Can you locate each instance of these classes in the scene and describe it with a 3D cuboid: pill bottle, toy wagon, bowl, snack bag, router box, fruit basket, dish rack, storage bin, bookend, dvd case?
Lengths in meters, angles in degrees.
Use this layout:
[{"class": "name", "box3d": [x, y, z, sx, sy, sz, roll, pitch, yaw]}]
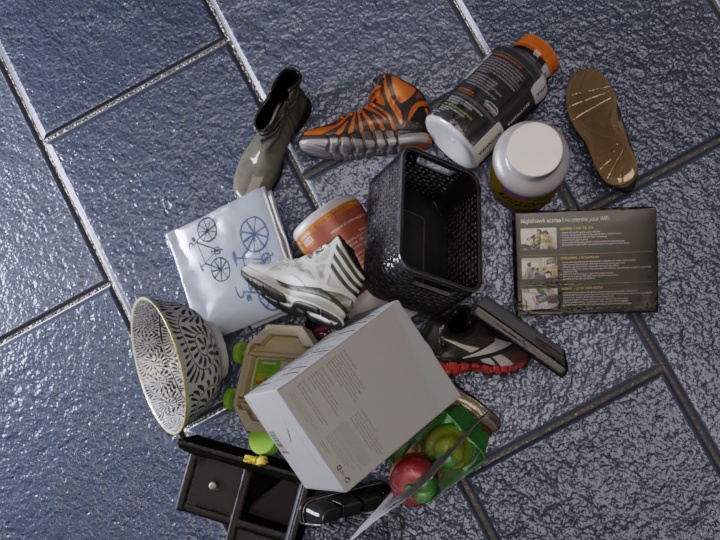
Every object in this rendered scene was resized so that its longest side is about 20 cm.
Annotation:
[{"class": "pill bottle", "box3d": [0.233, -0.145, 1.343, 0.104, 0.200, 0.105, -1, 84, 6]}, {"class": "toy wagon", "box3d": [-0.122, 0.176, 1.366, 0.155, 0.040, 0.200, 0, 73, 33]}, {"class": "bowl", "box3d": [-0.249, 0.125, 1.389, 0.094, 0.201, 0.201, -14, 82, -29]}, {"class": "snack bag", "box3d": [-0.186, -0.001, 1.430, 0.200, 0.021, 0.189, -22, 83, 25]}, {"class": "router box", "box3d": [0.319, -0.013, 1.382, 0.199, 0.051, 0.150, -1, 95, 5]}, {"class": "fruit basket", "box3d": [0.086, 0.271, 1.281, 0.094, 0.200, 0.185, 45, 124, 1]}, {"class": "dish rack", "box3d": [-0.003, 0.406, 1.347, 0.153, 0.055, 0.201, -5, 91, -35]}, {"class": "storage bin", "box3d": [0.087, -0.053, 1.344, 0.135, 0.094, 0.200, 19, 57, -25]}, {"class": "pill bottle", "box3d": [0.000, 0.000, 1.393, 0.112, 0.112, 0.200, -35, 82, 1]}, {"class": "bookend", "box3d": [-0.181, 0.358, 1.382, 0.200, 0.092, 0.199, 15, 86, 8]}, {"class": "pill bottle", "box3d": [0.196, -0.250, 1.398, 0.106, 0.106, 0.200, 43, 80, 8]}, {"class": "dvd case", "box3d": [0.219, 0.086, 1.321, 0.143, 0.200, 0.018, 35, 98, 8]}]

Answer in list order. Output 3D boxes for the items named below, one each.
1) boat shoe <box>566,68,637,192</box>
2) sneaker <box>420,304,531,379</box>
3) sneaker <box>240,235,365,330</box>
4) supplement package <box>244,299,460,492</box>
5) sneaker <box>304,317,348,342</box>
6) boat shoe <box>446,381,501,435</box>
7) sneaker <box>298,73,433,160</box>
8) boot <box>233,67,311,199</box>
[{"class": "boat shoe", "box3d": [0.351, -0.200, 1.407, 0.072, 0.065, 0.200, -22, 64, 11]}, {"class": "sneaker", "box3d": [0.163, 0.097, 1.345, 0.200, 0.071, 0.098, 1, 109, -31]}, {"class": "sneaker", "box3d": [-0.070, 0.003, 1.337, 0.200, 0.076, 0.115, 20, 68, 40]}, {"class": "supplement package", "box3d": [-0.012, 0.162, 1.252, 0.200, 0.151, 0.152, -36, 95, -24]}, {"class": "sneaker", "box3d": [-0.053, 0.091, 1.407, 0.084, 0.077, 0.200, -36, 74, 9]}, {"class": "boat shoe", "box3d": [0.105, 0.180, 1.385, 0.200, 0.076, 0.072, 38, 91, 9]}, {"class": "sneaker", "box3d": [0.005, -0.229, 1.443, 0.199, 0.078, 0.112, -4, 79, -6]}, {"class": "boot", "box3d": [-0.140, -0.196, 1.417, 0.068, 0.131, 0.200, 26, 87, 8]}]
